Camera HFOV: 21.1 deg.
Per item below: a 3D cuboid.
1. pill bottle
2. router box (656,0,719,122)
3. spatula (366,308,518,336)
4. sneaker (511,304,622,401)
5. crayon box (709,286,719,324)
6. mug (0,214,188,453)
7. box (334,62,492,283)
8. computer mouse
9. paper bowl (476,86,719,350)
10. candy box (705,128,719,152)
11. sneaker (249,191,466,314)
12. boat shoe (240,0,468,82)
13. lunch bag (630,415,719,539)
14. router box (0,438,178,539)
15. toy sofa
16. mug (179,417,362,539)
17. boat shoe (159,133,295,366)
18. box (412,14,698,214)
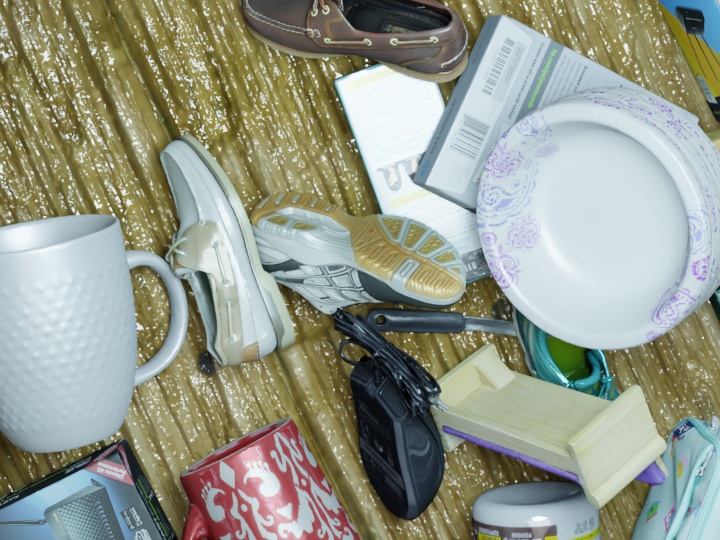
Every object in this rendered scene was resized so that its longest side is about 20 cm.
[{"bbox_3d":[0.156,0.288,1.653,0.109,0.109,0.200,-6,96,0],"label":"pill bottle"},{"bbox_3d":[0.299,-0.192,1.556,0.051,0.200,0.149,-28,96,0],"label":"router box"},{"bbox_3d":[0.105,0.048,1.670,0.200,0.021,0.057,3,102,0],"label":"spatula"},{"bbox_3d":[0.184,0.101,1.640,0.077,0.080,0.200,-29,110,-4],"label":"sneaker"},{"bbox_3d":[0.395,0.082,1.664,0.126,0.052,0.200,-23,97,2],"label":"crayon box"},{"bbox_3d":[-0.236,0.049,1.615,0.200,0.148,0.175,-15,104,-30],"label":"mug"},{"bbox_3d":[0.049,-0.082,1.640,0.082,0.049,0.200,-20,96,1],"label":"box"},{"bbox_3d":[0.038,0.127,1.620,0.053,0.138,0.200,-26,135,-21],"label":"computer mouse"},{"bbox_3d":[0.201,-0.046,1.521,0.201,0.104,0.201,13,113,32],"label":"paper bowl"},{"bbox_3d":[0.322,-0.062,1.617,0.200,0.056,0.117,-18,99,-14],"label":"candy box"},{"bbox_3d":[0.000,0.000,1.613,0.200,0.076,0.088,21,131,26],"label":"sneaker"},{"bbox_3d":[-0.007,-0.211,1.589,0.200,0.070,0.070,12,68,15],"label":"boat shoe"},{"bbox_3d":[0.283,0.223,1.623,0.077,0.160,0.200,17,97,-3],"label":"lunch bag"},{"bbox_3d":[-0.229,0.266,1.668,0.150,0.062,0.200,-27,96,3],"label":"router box"},{"bbox_3d":[0.152,0.136,1.585,0.083,0.200,0.098,-36,119,-26],"label":"toy sofa"},{"bbox_3d":[-0.075,0.244,1.623,0.178,0.133,0.200,-28,93,-42],"label":"mug"},{"bbox_3d":[-0.126,-0.016,1.620,0.068,0.075,0.200,-25,87,-18],"label":"boat shoe"},{"bbox_3d":[0.164,-0.101,1.614,0.200,0.041,0.156,24,88,-17],"label":"box"}]
